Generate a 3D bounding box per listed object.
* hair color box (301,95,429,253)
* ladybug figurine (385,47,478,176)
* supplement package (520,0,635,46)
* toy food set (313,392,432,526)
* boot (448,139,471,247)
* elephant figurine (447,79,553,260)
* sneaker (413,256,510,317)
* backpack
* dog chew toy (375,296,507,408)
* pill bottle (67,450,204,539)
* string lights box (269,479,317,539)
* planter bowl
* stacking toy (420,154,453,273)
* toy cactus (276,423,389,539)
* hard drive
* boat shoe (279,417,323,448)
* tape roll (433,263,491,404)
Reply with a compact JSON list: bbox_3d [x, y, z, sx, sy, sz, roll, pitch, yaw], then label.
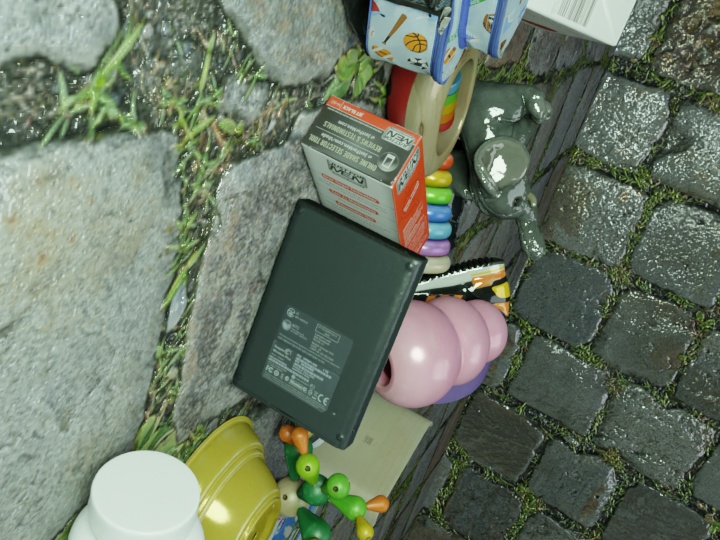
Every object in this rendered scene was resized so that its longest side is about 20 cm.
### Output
[{"bbox_3d":[0.012,-0.077,0.768,0.062,0.100,0.201,-57,163,-16],"label":"hair color box"},{"bbox_3d":[0.074,-0.195,0.837,0.136,0.071,0.202,-51,160,-36],"label":"ladybug figurine"},{"bbox_3d":[0.192,-0.317,0.781,0.201,0.119,0.122,-115,-136,-65],"label":"supplement package"},{"bbox_3d":[0.009,0.282,1.206,0.201,0.142,0.061,-51,159,-37],"label":"toy food set"},{"bbox_3d":[0.111,-0.099,1.095,0.198,0.072,0.165,-32,142,-58],"label":"boot"},{"bbox_3d":[0.177,-0.135,1.000,0.141,0.152,0.204,35,66,-68],"label":"elephant figurine"},{"bbox_3d":[0.103,0.048,1.014,0.070,0.196,0.092,-76,151,-81],"label":"sneaker"},{"bbox_3d":[0.075,-0.259,0.633,0.201,0.152,0.192,-57,173,-33],"label":"backpack"},{"bbox_3d":[0.098,0.088,0.925,0.197,0.125,0.126,-13,133,-34],"label":"dog chew toy"},{"bbox_3d":[-0.186,0.250,0.623,0.109,0.107,0.203,-37,149,-56],"label":"pill bottle"},{"bbox_3d":[-0.124,0.344,1.036,0.104,0.058,0.200,-62,163,-4],"label":"string lights box"},{"bbox_3d":[-0.142,0.268,0.827,0.202,0.082,0.202,-54,160,-30],"label":"planter bowl"},{"bbox_3d":[0.084,-0.103,0.973,0.085,0.084,0.205,-22,120,-66],"label":"stacking toy"},{"bbox_3d":[-0.055,0.246,0.873,0.101,0.203,0.164,-15,168,-40],"label":"toy cactus"},{"bbox_3d":[-0.034,0.051,0.744,0.033,0.138,0.203,-14,128,-67],"label":"hard drive"},{"bbox_3d":[-0.035,0.147,0.989,0.200,0.074,0.068,-47,156,8],"label":"boat shoe"},{"bbox_3d":[0.097,0.082,1.088,0.200,0.197,0.086,-48,159,-42],"label":"tape roll"}]
